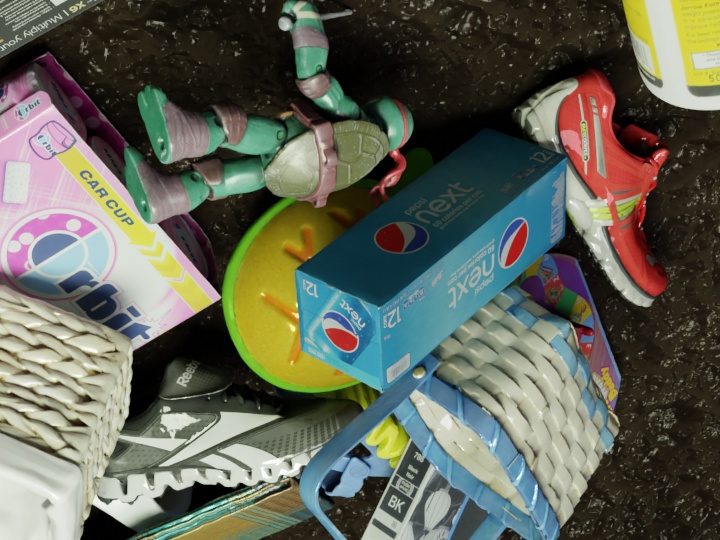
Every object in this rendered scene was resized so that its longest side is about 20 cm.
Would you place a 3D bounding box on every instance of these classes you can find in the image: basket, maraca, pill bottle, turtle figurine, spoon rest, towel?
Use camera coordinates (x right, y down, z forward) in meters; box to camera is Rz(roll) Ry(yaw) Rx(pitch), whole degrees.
[{"bbox_3d":[-0.248,0.082,1.057,0.198,0.124,0.136,21,148,2],"label":"basket"},{"bbox_3d":[0.000,0.000,1.133,0.199,0.107,0.138,-28,109,-17],"label":"maraca"},{"bbox_3d":[0.062,0.120,1.091,0.200,0.139,0.177,-46,136,-19],"label":"basket"},{"bbox_3d":[0.204,-0.206,1.019,0.110,0.112,0.201,-21,131,2],"label":"pill bottle"},{"bbox_3d":[-0.040,-0.088,1.031,0.198,0.101,0.151,-15,136,-27],"label":"turtle figurine"},{"bbox_3d":[-0.187,0.128,1.212,0.099,0.061,0.200,-32,130,11],"label":"spoon rest"},{"bbox_3d":[-0.125,0.199,1.264,0.198,0.022,0.147,-24,164,5],"label":"towel"}]

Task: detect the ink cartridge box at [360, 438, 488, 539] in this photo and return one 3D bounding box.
[{"bbox_3d":[0.075,0.144,1.243,0.099,0.039,0.202,24,90,-44],"label":"ink cartridge box"}]

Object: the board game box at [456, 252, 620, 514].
[{"bbox_3d":[0.137,0.089,1.220,0.158,0.039,0.201,-42,126,-25],"label":"board game box"}]

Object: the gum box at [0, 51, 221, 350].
[{"bbox_3d":[-0.191,-0.035,1.075,0.113,0.066,0.200,-30,130,10],"label":"gum box"}]

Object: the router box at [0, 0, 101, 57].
[{"bbox_3d":[-0.201,-0.188,0.920,0.199,0.053,0.157,-27,156,6],"label":"router box"}]

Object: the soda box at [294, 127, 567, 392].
[{"bbox_3d":[0.048,-0.012,1.055,0.200,0.067,0.065,-37,138,-39],"label":"soda box"}]

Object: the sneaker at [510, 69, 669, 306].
[{"bbox_3d":[0.179,-0.054,1.159,0.084,0.077,0.200,-32,130,4],"label":"sneaker"}]

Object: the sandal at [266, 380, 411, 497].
[{"bbox_3d":[-0.028,0.107,1.230,0.087,0.080,0.200,-32,128,16],"label":"sandal"}]

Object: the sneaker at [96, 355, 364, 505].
[{"bbox_3d":[-0.096,0.099,1.144,0.198,0.067,0.091,-11,105,12],"label":"sneaker"}]
